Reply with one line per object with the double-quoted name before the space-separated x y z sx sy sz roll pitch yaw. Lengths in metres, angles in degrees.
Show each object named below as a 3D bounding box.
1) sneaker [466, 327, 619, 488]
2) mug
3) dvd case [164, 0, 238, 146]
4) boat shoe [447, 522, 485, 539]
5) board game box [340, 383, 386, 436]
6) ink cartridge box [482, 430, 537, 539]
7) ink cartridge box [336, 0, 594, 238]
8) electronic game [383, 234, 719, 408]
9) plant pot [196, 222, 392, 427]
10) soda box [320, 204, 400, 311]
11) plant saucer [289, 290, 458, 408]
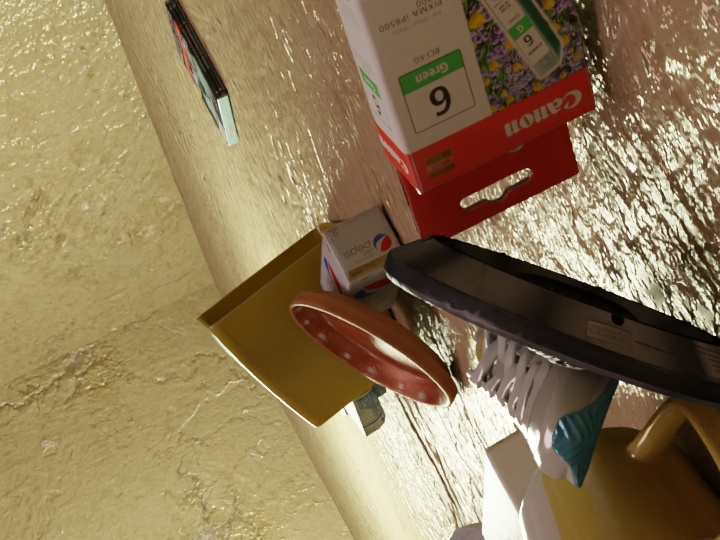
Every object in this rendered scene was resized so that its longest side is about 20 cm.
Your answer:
"sneaker" 0.104 0.066 0.848 0.200 0.080 0.077 -71 -1 -78
"mug" 0.181 0.168 0.875 0.149 0.186 0.154 29 -152 -41
"dvd case" -0.248 -0.308 2.271 0.146 0.022 0.201 84 159 -65
"boat shoe" 0.137 0.336 1.685 0.200 0.070 0.073 129 130 -58
"board game box" -0.016 0.135 2.021 0.200 0.061 0.201 48 162 60
"ink cartridge box" 0.164 0.216 1.147 0.147 0.084 0.200 60 171 27
"ink cartridge box" 0.061 -0.099 0.759 0.050 0.108 0.201 53 167 53
"electronic game" 0.106 0.028 0.751 0.200 0.199 0.042 -144 73 -72
"plant pot" -0.061 0.073 1.746 0.177 0.199 0.200 54 172 -7
"soda box" 0.000 0.000 1.544 0.064 0.068 0.200 62 171 14
"plant saucer" 0.017 0.079 1.531 0.199 0.032 0.200 30 166 8
